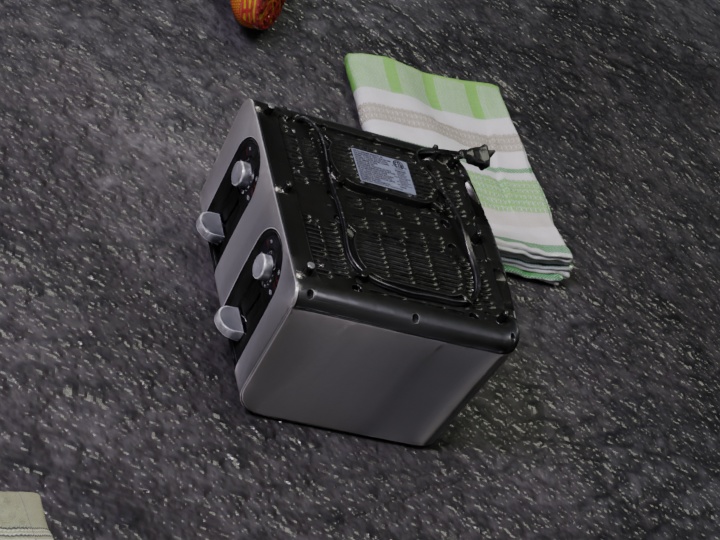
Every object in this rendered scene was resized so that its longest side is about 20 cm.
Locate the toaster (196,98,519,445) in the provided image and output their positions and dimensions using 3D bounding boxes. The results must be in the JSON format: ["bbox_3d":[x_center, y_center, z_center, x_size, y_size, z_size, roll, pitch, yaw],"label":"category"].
[{"bbox_3d":[0.000,0.000,1.453,0.199,0.119,0.182,13,42,-29],"label":"toaster"}]

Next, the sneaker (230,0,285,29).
[{"bbox_3d":[-0.089,-0.246,1.719,0.076,0.073,0.201,6,37,-4],"label":"sneaker"}]

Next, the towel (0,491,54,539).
[{"bbox_3d":[-0.225,0.190,1.132,0.199,0.035,0.193,4,43,-34],"label":"towel"}]

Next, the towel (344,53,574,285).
[{"bbox_3d":[0.073,-0.081,1.684,0.148,0.031,0.201,12,42,-31],"label":"towel"}]
